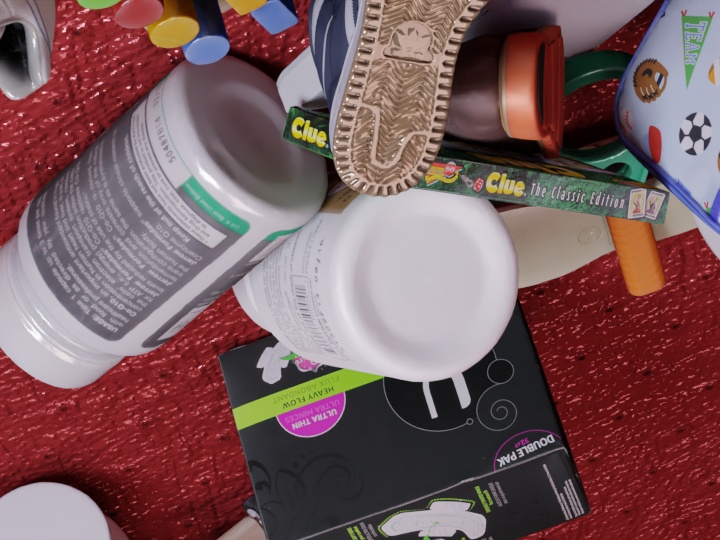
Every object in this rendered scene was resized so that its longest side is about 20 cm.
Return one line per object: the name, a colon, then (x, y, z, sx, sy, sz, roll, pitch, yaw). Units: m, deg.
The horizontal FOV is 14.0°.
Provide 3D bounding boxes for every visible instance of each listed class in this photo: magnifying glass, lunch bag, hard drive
magnifying glass: (0.151, -0.054, 1.725, 0.079, 0.022, 0.200, -20, 139, 2)
lunch bag: (0.236, -0.118, 1.591, 0.075, 0.160, 0.200, 11, 117, -41)
hard drive: (0.068, -0.134, 1.582, 0.199, 0.027, 0.132, -11, 162, -37)

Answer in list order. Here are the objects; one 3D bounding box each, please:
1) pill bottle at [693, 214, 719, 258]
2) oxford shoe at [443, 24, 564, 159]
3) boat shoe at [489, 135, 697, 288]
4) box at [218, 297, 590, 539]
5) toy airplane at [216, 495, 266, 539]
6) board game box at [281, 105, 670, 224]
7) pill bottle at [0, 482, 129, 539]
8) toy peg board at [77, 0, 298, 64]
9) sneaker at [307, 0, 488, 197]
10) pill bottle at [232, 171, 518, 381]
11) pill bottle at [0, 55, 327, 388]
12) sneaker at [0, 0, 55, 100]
pill bottle: (0.301, -0.069, 1.742, 0.199, 0.114, 0.114, -16, 154, -35)
oxford shoe: (0.070, -0.097, 1.555, 0.072, 0.072, 0.200, 0, 177, 9)
boat shoe: (0.129, -0.044, 1.791, 0.199, 0.063, 0.071, -16, 139, -1)
box: (0.029, 0.108, 1.907, 0.199, 0.149, 0.124, -19, 152, 3)
toy airplane: (-0.056, 0.268, 2.125, 0.200, 0.141, 0.199, -56, 160, 16)
board game box: (0.065, -0.056, 1.580, 0.200, 0.105, 0.024, 7, 103, -44)
pill bottle: (-0.203, 0.231, 2.030, 0.114, 0.115, 0.200, -16, 151, -2)
toy peg board: (-0.053, -0.174, 1.446, 0.199, 0.098, 0.199, -25, 149, 14)
sneaker: (0.025, -0.146, 1.401, 0.070, 0.109, 0.201, 13, 118, -15)
pill bottle: (0.000, 0.000, 1.674, 0.114, 0.115, 0.200, -3, -176, -23)
pill bottle: (-0.121, -0.023, 1.647, 0.113, 0.113, 0.200, 15, 138, -43)
sneaker: (-0.205, -0.152, 1.415, 0.074, 0.087, 0.200, -28, 148, 22)
